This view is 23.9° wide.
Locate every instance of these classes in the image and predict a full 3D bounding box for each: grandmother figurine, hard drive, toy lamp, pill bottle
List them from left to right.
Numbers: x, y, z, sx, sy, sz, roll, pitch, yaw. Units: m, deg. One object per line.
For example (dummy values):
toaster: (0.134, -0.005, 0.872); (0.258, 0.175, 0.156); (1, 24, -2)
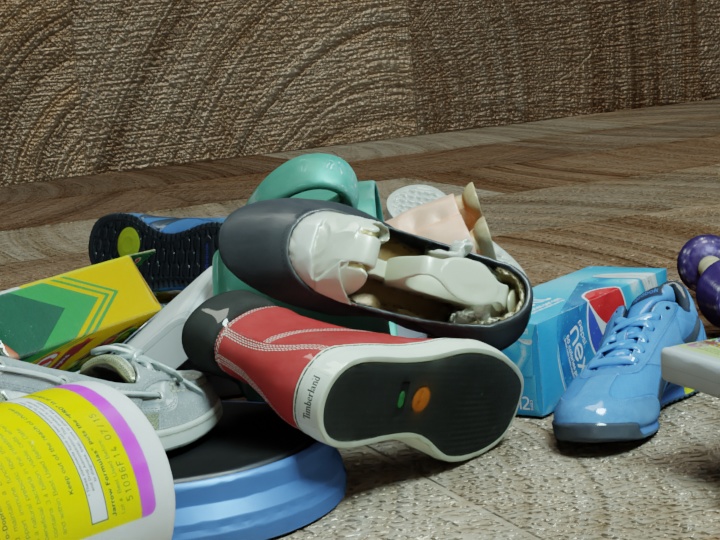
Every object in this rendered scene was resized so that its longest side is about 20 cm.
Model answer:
pill bottle: (-0.187, 0.120, 0.765); (0.104, 0.105, 0.199); (3, 12, 42)
hard drive: (-0.148, 0.061, 1.147); (0.132, 0.027, 0.200); (-41, 5, 8)
grandmother figurine: (0.000, 0.000, 1.265); (0.198, 0.061, 0.122); (-17, 44, 2)
toy lamp: (0.287, 0.010, 1.354); (0.058, 0.059, 0.200); (-4, 7, 3)

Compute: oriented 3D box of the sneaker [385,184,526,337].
sneaker: (0.076, 0.028, 1.334); (0.075, 0.105, 0.201); (-14, 42, -20)

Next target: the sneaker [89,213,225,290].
sneaker: (-0.149, -0.013, 1.466); (0.199, 0.067, 0.078); (3, 1, 39)

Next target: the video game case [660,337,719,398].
video game case: (0.287, 0.053, 0.892); (0.180, 0.022, 0.200); (-8, 11, -22)

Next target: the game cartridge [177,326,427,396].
game cartridge: (-0.057, 0.059, 1.300); (0.198, 0.042, 0.133); (-9, 14, -23)

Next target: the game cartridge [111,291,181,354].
game cartridge: (-0.197, 0.044, 1.466); (0.132, 0.041, 0.200); (-11, 10, -11)

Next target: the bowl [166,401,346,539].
bowl: (-0.108, 0.114, 0.966); (0.198, 0.040, 0.201); (-5, 9, 1)

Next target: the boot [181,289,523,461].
boot: (-0.005, 0.054, 1.003); (0.144, 0.073, 0.199); (23, 9, 41)

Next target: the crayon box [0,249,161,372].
crayon box: (-0.228, 0.052, 1.194); (0.127, 0.051, 0.200); (-39, -9, 31)

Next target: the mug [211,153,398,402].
mug: (-0.038, 0.008, 1.125); (0.113, 0.187, 0.152); (-8, 13, 3)

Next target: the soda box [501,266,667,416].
soda box: (0.145, 0.045, 1.182); (0.067, 0.065, 0.199); (1, 12, 35)

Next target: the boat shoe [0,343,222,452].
boat shoe: (-0.153, 0.066, 0.921); (0.074, 0.065, 0.201); (4, 3, 43)

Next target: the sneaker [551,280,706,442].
sneaker: (0.169, 0.055, 1.073); (0.065, 0.079, 0.200); (2, 13, 28)

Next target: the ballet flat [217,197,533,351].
ballet flat: (0.015, -0.002, 1.010); (0.198, 0.074, 0.073); (18, 4, -15)
